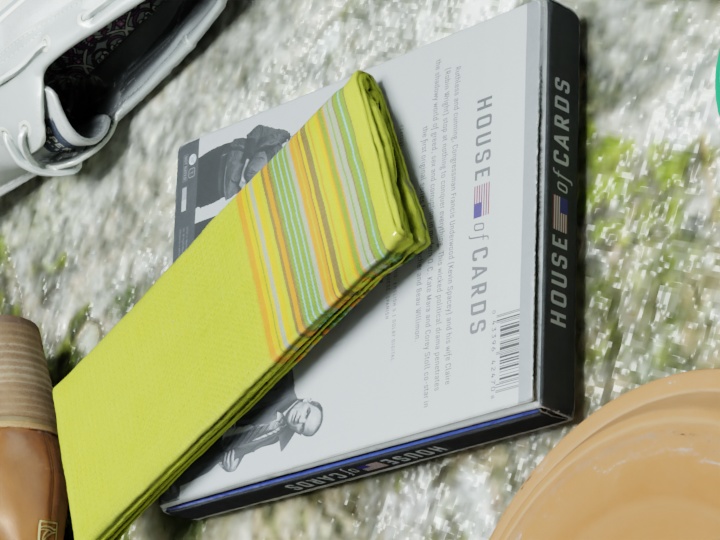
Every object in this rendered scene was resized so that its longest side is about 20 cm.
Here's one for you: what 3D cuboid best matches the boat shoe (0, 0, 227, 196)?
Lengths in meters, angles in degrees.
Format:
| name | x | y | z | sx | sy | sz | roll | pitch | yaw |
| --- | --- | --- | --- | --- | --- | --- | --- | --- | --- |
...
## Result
| name | x | y | z | sx | sy | sz | roll | pitch | yaw |
| --- | --- | --- | --- | --- | --- | --- | --- | --- | --- |
| boat shoe | -0.125 | -0.077 | 1.141 | 0.200 | 0.072 | 0.069 | -37 | 48 | 22 |

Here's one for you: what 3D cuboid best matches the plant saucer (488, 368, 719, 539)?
| name | x | y | z | sx | sy | sz | roll | pitch | yaw |
| --- | --- | --- | --- | --- | --- | --- | --- | --- | --- |
| plant saucer | 0.094 | 0.127 | 0.826 | 0.200 | 0.032 | 0.202 | -23 | 58 | 42 |

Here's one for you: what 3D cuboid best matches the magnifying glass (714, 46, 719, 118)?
| name | x | y | z | sx | sy | sz | roll | pitch | yaw |
| --- | --- | --- | --- | --- | --- | --- | --- | --- | --- |
| magnifying glass | 0.184 | -0.103 | 0.826 | 0.200 | 0.022 | 0.080 | -44 | 46 | 31 |

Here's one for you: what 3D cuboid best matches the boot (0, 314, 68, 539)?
| name | x | y | z | sx | sy | sz | roll | pitch | yaw |
| --- | --- | --- | --- | --- | --- | --- | --- | --- | --- |
| boot | -0.189 | 0.125 | 1.134 | 0.199 | 0.076 | 0.156 | -26 | 60 | 32 |

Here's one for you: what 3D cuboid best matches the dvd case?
| name | x | y | z | sx | sy | sz | roll | pitch | yaw |
| --- | --- | --- | --- | --- | --- | --- | --- | --- | --- |
| dvd case | 0.000 | 0.000 | 0.991 | 0.199 | 0.025 | 0.151 | -18 | 62 | 44 |

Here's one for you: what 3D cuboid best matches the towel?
| name | x | y | z | sx | sy | sz | roll | pitch | yaw |
| --- | --- | --- | --- | --- | --- | --- | --- | --- | --- |
| towel | -0.049 | 0.018 | 1.012 | 0.200 | 0.018 | 0.086 | -45 | 40 | 30 |
